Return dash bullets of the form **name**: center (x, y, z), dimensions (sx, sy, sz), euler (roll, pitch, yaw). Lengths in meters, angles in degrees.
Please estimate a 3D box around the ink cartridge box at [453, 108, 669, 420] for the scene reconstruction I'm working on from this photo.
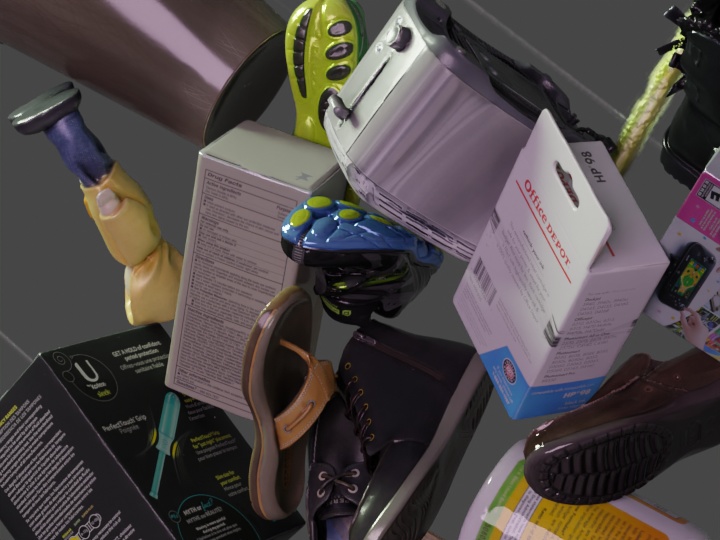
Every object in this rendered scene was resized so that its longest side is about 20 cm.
- **ink cartridge box**: center (0.141, -0.005, 1.438), dimensions (0.116, 0.067, 0.200), euler (66, 149, 34)

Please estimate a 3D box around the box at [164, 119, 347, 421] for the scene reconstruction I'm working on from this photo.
- **box**: center (-0.076, 0.002, 1.550), dimensions (0.095, 0.078, 0.200), euler (21, 120, 16)

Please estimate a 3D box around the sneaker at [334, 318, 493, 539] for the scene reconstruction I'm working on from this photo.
- **sneaker**: center (0.014, 0.124, 1.511), dimensions (0.106, 0.200, 0.075), euler (18, 139, 17)

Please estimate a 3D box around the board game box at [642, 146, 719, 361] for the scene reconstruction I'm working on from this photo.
- **board game box**: center (0.295, 0.014, 1.393), dimensions (0.200, 0.064, 0.148), euler (33, 141, 8)

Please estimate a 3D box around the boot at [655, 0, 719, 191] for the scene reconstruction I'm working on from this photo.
- **boot**: center (0.285, -0.095, 1.403), dimensions (0.198, 0.162, 0.073), euler (35, 59, 22)

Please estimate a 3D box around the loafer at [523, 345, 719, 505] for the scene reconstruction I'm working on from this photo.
- **loafer**: center (0.192, 0.100, 1.455), dimensions (0.071, 0.200, 0.073), euler (51, 150, 42)

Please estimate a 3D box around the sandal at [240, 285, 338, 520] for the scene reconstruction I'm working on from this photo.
- **sandal**: center (-0.044, 0.097, 1.505), dimensions (0.054, 0.080, 0.200), euler (16, 124, 22)

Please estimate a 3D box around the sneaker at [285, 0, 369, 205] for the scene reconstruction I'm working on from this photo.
- **sneaker**: center (-0.019, -0.109, 1.572), dimensions (0.074, 0.084, 0.200), euler (15, 114, 18)

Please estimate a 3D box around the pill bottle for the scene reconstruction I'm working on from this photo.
- **pill bottle**: center (0.176, 0.209, 1.471), dimensions (0.200, 0.111, 0.111), euler (28, 100, 20)

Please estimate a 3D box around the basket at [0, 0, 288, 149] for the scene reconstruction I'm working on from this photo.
- **basket**: center (-0.159, -0.190, 1.597), dimensions (0.200, 0.136, 0.180), euler (38, 121, 13)

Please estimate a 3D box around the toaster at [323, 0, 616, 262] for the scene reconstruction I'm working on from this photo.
- **toaster**: center (0.070, -0.094, 1.493), dimensions (0.129, 0.200, 0.114), euler (-47, 37, 19)

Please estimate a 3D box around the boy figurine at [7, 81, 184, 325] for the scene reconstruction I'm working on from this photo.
- **boy figurine**: center (-0.194, -0.048, 1.624), dimensions (0.064, 0.124, 0.200), euler (-30, 111, -7)

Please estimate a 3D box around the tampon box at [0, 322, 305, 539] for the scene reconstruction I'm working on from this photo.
- **tampon box**: center (-0.172, 0.162, 1.579), dimensions (0.126, 0.150, 0.200), euler (-46, 73, 28)

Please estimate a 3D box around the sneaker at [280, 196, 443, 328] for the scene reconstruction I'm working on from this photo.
- **sneaker**: center (0.000, 0.000, 1.492), dimensions (0.071, 0.200, 0.083), euler (29, 93, 23)

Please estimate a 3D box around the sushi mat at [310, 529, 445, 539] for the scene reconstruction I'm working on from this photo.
- **sushi mat**: center (0.048, 0.246, 1.574), dimensions (0.200, 0.012, 0.096), euler (28, 100, 19)

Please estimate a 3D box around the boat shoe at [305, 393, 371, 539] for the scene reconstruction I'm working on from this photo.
- **boat shoe**: center (-0.008, 0.176, 1.559), dimensions (0.069, 0.057, 0.200), euler (-8, 80, 16)
